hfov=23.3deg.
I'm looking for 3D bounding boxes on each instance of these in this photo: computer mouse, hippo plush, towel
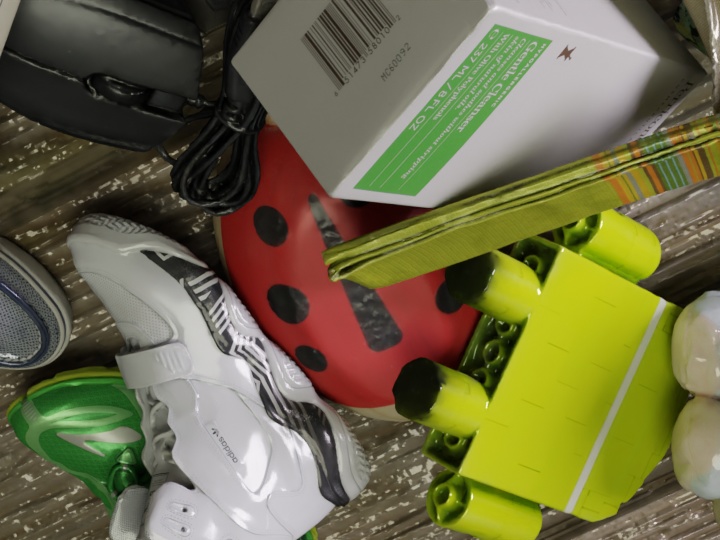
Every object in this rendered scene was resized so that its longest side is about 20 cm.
[{"bbox_3d":[-0.127,-0.104,0.778,0.199,0.053,0.139,27,130,1],"label":"computer mouse"},{"bbox_3d":[0.261,0.082,0.867,0.200,0.161,0.160,38,79,-21],"label":"hippo plush"},{"bbox_3d":[0.086,-0.027,0.767,0.199,0.086,0.018,-18,76,14],"label":"towel"}]

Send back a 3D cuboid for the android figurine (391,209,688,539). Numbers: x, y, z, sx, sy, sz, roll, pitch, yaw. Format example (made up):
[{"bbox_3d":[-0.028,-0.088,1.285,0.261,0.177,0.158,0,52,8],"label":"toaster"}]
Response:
[{"bbox_3d":[0.103,0.056,0.892,0.199,0.041,0.183,21,92,-44],"label":"android figurine"}]

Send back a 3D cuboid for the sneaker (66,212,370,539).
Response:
[{"bbox_3d":[-0.093,0.072,0.863,0.200,0.075,0.115,48,66,-12],"label":"sneaker"}]

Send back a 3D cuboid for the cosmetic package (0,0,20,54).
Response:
[{"bbox_3d":[-0.195,-0.121,0.698,0.105,0.071,0.201,15,98,-54],"label":"cosmetic package"}]

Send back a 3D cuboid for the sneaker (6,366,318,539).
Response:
[{"bbox_3d":[-0.099,0.122,0.924,0.200,0.084,0.074,38,120,-22],"label":"sneaker"}]

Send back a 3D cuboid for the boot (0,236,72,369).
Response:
[{"bbox_3d":[-0.233,0.009,0.845,0.199,0.091,0.073,29,113,-20],"label":"boot"}]

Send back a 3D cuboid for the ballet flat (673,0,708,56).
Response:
[{"bbox_3d":[0.247,-0.092,0.839,0.199,0.074,0.075,7,119,-8],"label":"ballet flat"}]

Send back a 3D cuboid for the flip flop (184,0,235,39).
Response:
[{"bbox_3d":[-0.050,-0.144,0.799,0.199,0.058,0.081,-14,114,21],"label":"flip flop"}]

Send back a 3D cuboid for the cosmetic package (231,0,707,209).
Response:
[{"bbox_3d":[0.053,-0.089,0.759,0.108,0.085,0.199,-49,152,25],"label":"cosmetic package"}]

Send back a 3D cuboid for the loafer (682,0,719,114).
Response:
[{"bbox_3d":[0.151,-0.159,0.778,0.068,0.076,0.201,-8,90,19],"label":"loafer"}]

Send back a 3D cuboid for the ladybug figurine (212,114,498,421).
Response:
[{"bbox_3d":[0.000,0.000,0.873,0.135,0.072,0.201,-27,119,10],"label":"ladybug figurine"}]
